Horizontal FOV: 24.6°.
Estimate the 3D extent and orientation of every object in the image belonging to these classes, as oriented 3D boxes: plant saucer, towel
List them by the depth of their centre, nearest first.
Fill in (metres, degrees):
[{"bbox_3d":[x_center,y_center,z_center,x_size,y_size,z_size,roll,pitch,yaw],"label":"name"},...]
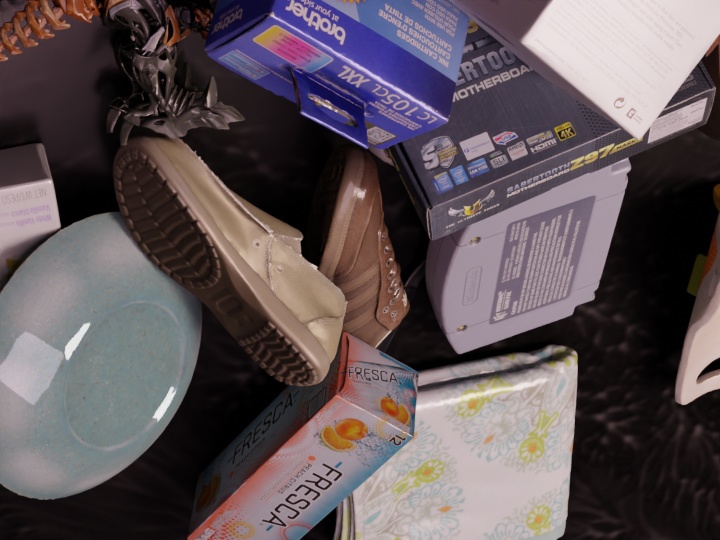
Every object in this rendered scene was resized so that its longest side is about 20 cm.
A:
[{"bbox_3d":[-0.165,0.063,1.084,0.200,0.039,0.202,-29,131,-41],"label":"plant saucer"},{"bbox_3d":[0.072,0.151,1.268,0.198,0.048,0.172,-10,124,-17],"label":"towel"}]

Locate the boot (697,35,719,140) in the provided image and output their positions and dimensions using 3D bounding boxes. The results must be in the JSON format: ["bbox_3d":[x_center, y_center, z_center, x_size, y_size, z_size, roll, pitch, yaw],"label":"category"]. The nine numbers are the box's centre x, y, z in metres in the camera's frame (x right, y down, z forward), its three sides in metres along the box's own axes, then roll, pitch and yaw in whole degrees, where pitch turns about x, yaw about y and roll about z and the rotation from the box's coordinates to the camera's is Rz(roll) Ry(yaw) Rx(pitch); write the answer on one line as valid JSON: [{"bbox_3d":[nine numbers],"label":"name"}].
[{"bbox_3d":[0.287,-0.202,1.134,0.200,0.064,0.187,-48,156,-11],"label":"boot"}]

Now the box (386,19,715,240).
[{"bbox_3d":[0.101,-0.130,1.053,0.199,0.159,0.051,-22,156,-5],"label":"box"}]

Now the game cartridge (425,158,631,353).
[{"bbox_3d":[0.111,-0.016,1.146,0.132,0.042,0.201,-14,150,-11],"label":"game cartridge"}]

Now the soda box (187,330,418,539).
[{"bbox_3d":[-0.042,0.131,1.166,0.068,0.064,0.200,30,129,-20],"label":"soda box"}]

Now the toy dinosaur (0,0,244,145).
[{"bbox_3d":[-0.128,-0.156,1.013,0.198,0.102,0.137,-10,108,7],"label":"toy dinosaur"}]

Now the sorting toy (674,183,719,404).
[{"bbox_3d":[0.317,0.033,1.265,0.198,0.107,0.181,0,127,-20],"label":"sorting toy"}]

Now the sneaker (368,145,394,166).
[{"bbox_3d":[0.094,-0.113,1.113,0.199,0.078,0.078,-15,120,-21],"label":"sneaker"}]

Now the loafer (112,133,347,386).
[{"bbox_3d":[-0.081,-0.014,1.069,0.200,0.075,0.068,52,51,-18],"label":"loafer"}]

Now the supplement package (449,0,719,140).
[{"bbox_3d":[0.158,-0.198,0.935,0.109,0.114,0.201,32,97,-34],"label":"supplement package"}]

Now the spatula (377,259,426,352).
[{"bbox_3d":[0.047,0.003,1.190,0.056,0.021,0.201,10,123,-47],"label":"spatula"}]

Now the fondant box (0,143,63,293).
[{"bbox_3d":[-0.259,0.028,1.078,0.143,0.058,0.201,-12,124,-13],"label":"fondant box"}]

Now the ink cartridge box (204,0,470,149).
[{"bbox_3d":[-0.006,-0.165,0.974,0.136,0.076,0.201,26,66,-30],"label":"ink cartridge box"}]

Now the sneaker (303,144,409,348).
[{"bbox_3d":[0.000,0.000,1.145,0.075,0.071,0.201,4,129,-12],"label":"sneaker"}]
